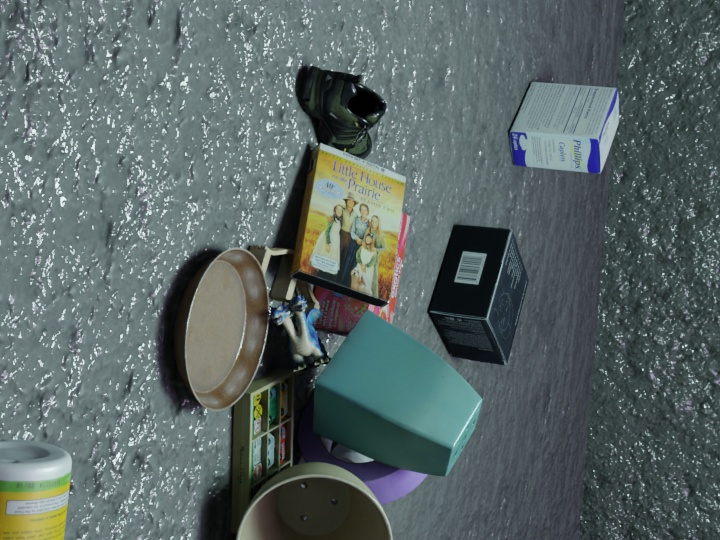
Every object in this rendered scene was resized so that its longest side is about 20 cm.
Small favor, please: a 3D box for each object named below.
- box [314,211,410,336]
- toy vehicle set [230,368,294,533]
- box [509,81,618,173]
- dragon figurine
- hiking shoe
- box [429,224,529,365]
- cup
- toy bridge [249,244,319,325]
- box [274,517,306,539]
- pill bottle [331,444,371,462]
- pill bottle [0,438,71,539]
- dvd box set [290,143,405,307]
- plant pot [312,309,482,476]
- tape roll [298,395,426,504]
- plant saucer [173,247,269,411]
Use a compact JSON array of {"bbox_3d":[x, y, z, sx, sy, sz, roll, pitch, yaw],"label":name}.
[{"bbox_3d":[0.000,0.000,1.682,0.100,0.095,0.201,24,75,-64],"label":"box"},{"bbox_3d":[-0.132,0.245,1.540,0.124,0.026,0.201,-23,118,-63],"label":"toy vehicle set"},{"bbox_3d":[0.451,-0.315,2.487,0.105,0.199,0.184,74,33,-44],"label":"box"},{"bbox_3d":[-0.078,0.087,1.551,0.200,0.059,0.100,47,26,-80],"label":"dragon figurine"},{"bbox_3d":[-0.009,-0.210,1.591,0.200,0.100,0.076,51,52,-59],"label":"hiking shoe"},{"bbox_3d":[0.236,0.048,2.203,0.197,0.123,0.201,58,44,-54],"label":"box"},{"bbox_3d":[-0.061,0.333,1.497,0.143,0.199,0.201,-98,-171,-75],"label":"cup"},{"bbox_3d":[-0.100,0.010,1.542,0.200,0.027,0.068,51,50,-59],"label":"toy bridge"},{"bbox_3d":[-0.125,0.457,1.600,0.160,0.043,0.201,-29,123,-61],"label":"box"},{"bbox_3d":[0.014,0.307,1.793,0.200,0.108,0.109,-17,113,-64],"label":"pill bottle"},{"bbox_3d":[-0.322,0.258,1.004,0.111,0.111,0.201,2,95,-66],"label":"pill bottle"},{"bbox_3d":[-0.014,-0.063,1.570,0.146,0.029,0.201,20,63,-23],"label":"dvd box set"},{"bbox_3d":[0.056,0.182,1.549,0.141,0.199,0.142,-54,162,-32],"label":"plant pot"},{"bbox_3d":[0.012,0.242,1.652,0.066,0.199,0.201,71,35,-45],"label":"tape roll"},{"bbox_3d":[-0.173,0.070,1.385,0.200,0.034,0.201,7,90,-68],"label":"plant saucer"}]
